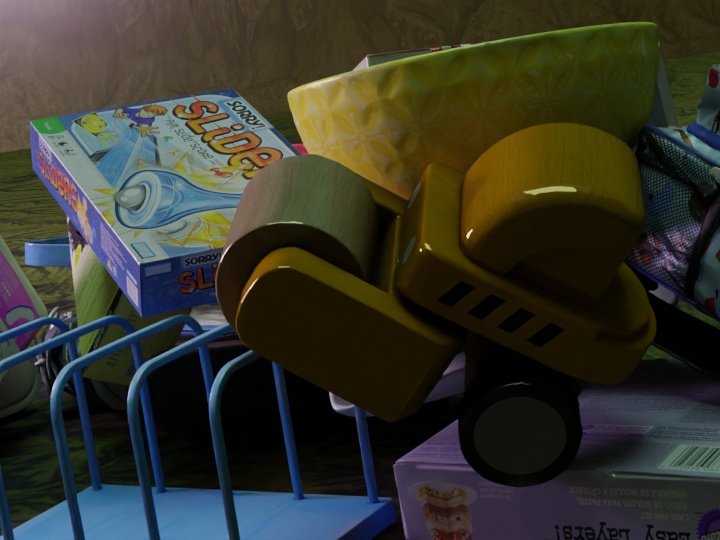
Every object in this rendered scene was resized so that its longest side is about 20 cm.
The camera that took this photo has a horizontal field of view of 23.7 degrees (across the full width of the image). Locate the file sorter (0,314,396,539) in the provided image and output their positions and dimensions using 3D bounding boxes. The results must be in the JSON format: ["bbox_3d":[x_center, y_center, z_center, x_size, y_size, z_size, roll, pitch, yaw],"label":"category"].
[{"bbox_3d":[-0.108,0.092,0.877,0.200,0.123,0.139,-2,12,31],"label":"file sorter"}]

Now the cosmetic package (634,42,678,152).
[{"bbox_3d":[0.093,-0.076,1.056,0.200,0.083,0.051,-10,26,18],"label":"cosmetic package"}]

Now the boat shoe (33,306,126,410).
[{"bbox_3d":[-0.200,0.060,1.226,0.062,0.075,0.200,-8,10,-4],"label":"boat shoe"}]

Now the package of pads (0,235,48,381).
[{"bbox_3d":[-0.297,0.035,1.097,0.068,0.155,0.200,-10,31,31],"label":"package of pads"}]

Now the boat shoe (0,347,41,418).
[{"bbox_3d":[-0.320,0.089,1.191,0.200,0.072,0.059,-14,6,-43],"label":"boat shoe"}]

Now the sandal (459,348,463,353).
[{"bbox_3d":[0.001,0.000,0.999,0.080,0.057,0.201,-35,31,-28],"label":"sandal"}]

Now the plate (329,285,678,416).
[{"bbox_3d":[0.074,0.014,1.023,0.199,0.032,0.200,-19,27,3],"label":"plate"}]

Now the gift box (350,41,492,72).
[{"bbox_3d":[0.070,-0.082,1.430,0.184,0.187,0.200,-9,-4,-10],"label":"gift box"}]

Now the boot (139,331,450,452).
[{"bbox_3d":[-0.052,0.047,1.110,0.200,0.073,0.151,-7,24,-14],"label":"boot"}]

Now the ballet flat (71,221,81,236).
[{"bbox_3d":[-0.085,-0.050,1.101,0.200,0.064,0.067,-1,-14,-14],"label":"ballet flat"}]

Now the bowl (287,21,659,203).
[{"bbox_3d":[0.068,-0.062,0.922,0.200,0.108,0.200,-10,2,0],"label":"bowl"}]

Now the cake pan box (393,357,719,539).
[{"bbox_3d":[0.147,0.091,0.876,0.200,0.052,0.184,-2,15,31],"label":"cake pan box"}]

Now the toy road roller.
[{"bbox_3d":[0.046,-0.010,0.804,0.200,0.146,0.123,25,26,-9],"label":"toy road roller"}]

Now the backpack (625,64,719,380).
[{"bbox_3d":[0.243,-0.014,0.858,0.200,0.154,0.191,-2,31,-28],"label":"backpack"}]

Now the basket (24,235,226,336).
[{"bbox_3d":[-0.149,-0.017,1.342,0.176,0.139,0.200,3,9,10],"label":"basket"}]

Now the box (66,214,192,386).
[{"bbox_3d":[-0.160,-0.010,1.164,0.050,0.075,0.200,16,29,-24],"label":"box"}]

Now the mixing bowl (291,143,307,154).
[{"bbox_3d":[-0.127,-0.050,1.629,0.200,0.109,0.200,-9,10,2],"label":"mixing bowl"}]

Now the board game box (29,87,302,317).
[{"bbox_3d":[-0.098,-0.045,0.996,0.135,0.035,0.200,-12,32,-24],"label":"board game box"}]
